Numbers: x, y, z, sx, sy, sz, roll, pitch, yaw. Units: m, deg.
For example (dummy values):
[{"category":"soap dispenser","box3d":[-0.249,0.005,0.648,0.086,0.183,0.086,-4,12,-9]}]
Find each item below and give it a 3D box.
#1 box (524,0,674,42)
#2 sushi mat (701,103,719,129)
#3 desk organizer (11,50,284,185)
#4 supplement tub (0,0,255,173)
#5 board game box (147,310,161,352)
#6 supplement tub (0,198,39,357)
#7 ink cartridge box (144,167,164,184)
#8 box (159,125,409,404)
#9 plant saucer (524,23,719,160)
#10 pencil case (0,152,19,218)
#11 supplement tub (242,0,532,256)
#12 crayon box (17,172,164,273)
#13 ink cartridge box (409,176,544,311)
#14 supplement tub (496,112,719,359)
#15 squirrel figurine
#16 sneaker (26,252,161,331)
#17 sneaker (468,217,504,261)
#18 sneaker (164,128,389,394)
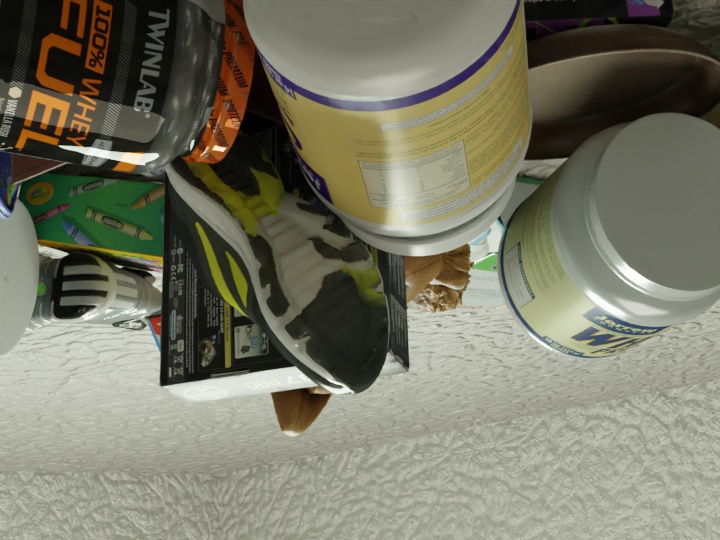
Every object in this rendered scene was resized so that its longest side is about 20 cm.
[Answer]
[{"category":"box","box3d":[0.097,-0.152,0.855,0.196,0.037,0.143,-3,165,-7]},{"category":"sushi mat","box3d":[0.258,-0.123,0.942,0.012,0.096,0.200,32,160,-3]},{"category":"desk organizer","box3d":[-0.145,-0.113,0.823,0.198,0.078,0.071,-16,163,34]},{"category":"supplement tub","box3d":[-0.162,-0.121,0.659,0.197,0.125,0.122,8,162,-24]},{"category":"board game box","box3d":[-0.069,0.009,1.166,0.193,0.057,0.200,-13,-162,27]},{"category":"supplement tub","box3d":[-0.370,-0.003,0.980,0.196,0.134,0.132,5,168,11]},{"category":"ink cartridge box","box3d":[-0.052,-0.091,1.017,0.194,0.048,0.200,-9,164,18]},{"category":"box","box3d":[-0.052,-0.024,0.822,0.159,0.203,0.049,-11,156,17]},{"category":"plant saucer","box3d":[0.153,-0.123,0.858,0.196,0.033,0.200,-6,165,-1]},{"category":"pencil case","box3d":[-0.343,-0.074,0.892,0.196,0.088,0.078,-5,-171,1]},{"category":"supplement tub","box3d":[0.023,-0.110,0.695,0.143,0.148,0.201,-7,151,6]},{"category":"crayon box","box3d":[-0.176,-0.034,1.035,0.197,0.059,0.118,8,173,32]},{"category":"ink cartridge box","box3d":[0.124,-0.022,1.265,0.144,0.086,0.199,4,163,-34]},{"category":"supplement tub","box3d":[0.192,-0.022,0.913,0.142,0.148,0.200,-3,166,-12]},{"category":"squirrel figurine","box3d":[0.000,0.000,0.926,0.186,0.142,0.199,-39,176,42]},{"category":"sneaker","box3d":[-0.247,0.025,1.097,0.198,0.076,0.115,5,173,44]},{"category":"sneaker","box3d":[0.070,-0.049,1.018,0.080,0.078,0.200,-20,157,5]},{"category":"sneaker","box3d":[-0.051,-0.001,0.746,0.074,0.201,0.085,-24,153,-26]}]
